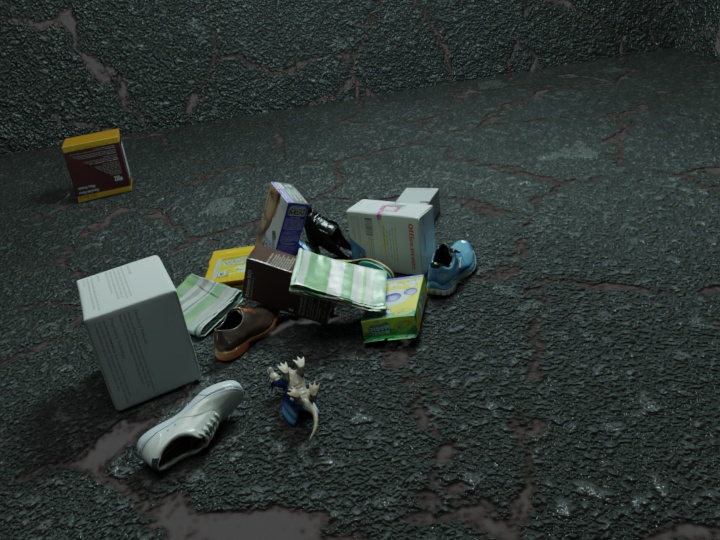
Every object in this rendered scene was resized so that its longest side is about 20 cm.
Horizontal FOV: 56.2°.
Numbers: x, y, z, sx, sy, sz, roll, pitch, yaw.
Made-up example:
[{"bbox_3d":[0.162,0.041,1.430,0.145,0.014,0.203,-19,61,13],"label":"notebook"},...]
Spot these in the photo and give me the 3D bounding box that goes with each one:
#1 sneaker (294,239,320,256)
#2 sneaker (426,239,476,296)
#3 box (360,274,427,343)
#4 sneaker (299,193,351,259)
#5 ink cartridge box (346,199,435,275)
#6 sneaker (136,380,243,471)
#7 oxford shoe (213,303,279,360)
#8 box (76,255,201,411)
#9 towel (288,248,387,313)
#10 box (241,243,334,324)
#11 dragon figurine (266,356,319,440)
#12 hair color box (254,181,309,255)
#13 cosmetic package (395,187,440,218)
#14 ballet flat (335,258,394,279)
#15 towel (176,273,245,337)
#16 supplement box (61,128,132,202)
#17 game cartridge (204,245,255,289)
[{"bbox_3d":[-0.133,-0.044,1.644,0.081,0.073,0.199,-1,7,-15],"label":"sneaker"},{"bbox_3d":[0.206,-0.024,1.505,0.077,0.092,0.200,5,29,26],"label":"sneaker"},{"bbox_3d":[0.069,0.080,1.381,0.114,0.049,0.201,-8,27,16],"label":"box"},{"bbox_3d":[-0.096,-0.111,1.658,0.102,0.202,0.060,7,50,39],"label":"sneaker"},{"bbox_3d":[0.076,-0.079,1.592,0.196,0.148,0.084,10,29,33],"label":"ink cartridge box"},{"bbox_3d":[-0.267,0.261,1.115,0.198,0.074,0.070,-36,45,-28],"label":"sneaker"},{"bbox_3d":[-0.232,0.104,1.399,0.070,0.075,0.200,5,29,25],"label":"oxford shoe"},{"bbox_3d":[-0.427,0.113,1.297,0.168,0.204,0.199,-20,27,-19],"label":"box"},{"bbox_3d":[-0.041,0.019,1.368,0.195,0.024,0.154,13,31,-6],"label":"towel"},{"bbox_3d":[-0.146,0.028,1.426,0.195,0.102,0.075,18,31,7],"label":"box"},{"bbox_3d":[-0.104,0.219,1.146,0.058,0.101,0.201,-18,47,-23],"label":"dragon figurine"},{"bbox_3d":[-0.190,-0.091,1.586,0.064,0.204,0.109,3,29,-34],"label":"hair color box"},{"bbox_3d":[0.143,-0.155,1.809,0.099,0.076,0.201,3,29,20],"label":"cosmetic package"},{"bbox_3d":[0.000,0.000,1.553,0.196,0.071,0.063,8,16,28],"label":"ballet flat"},{"bbox_3d":[-0.371,0.072,1.523,0.197,0.031,0.149,16,47,38],"label":"towel"},{"bbox_3d":[-0.946,-0.380,2.437,0.193,0.205,0.133,-14,26,-13],"label":"supplement box"},{"bbox_3d":[-0.300,-0.009,1.695,0.172,0.033,0.201,-8,28,0],"label":"game cartridge"}]
